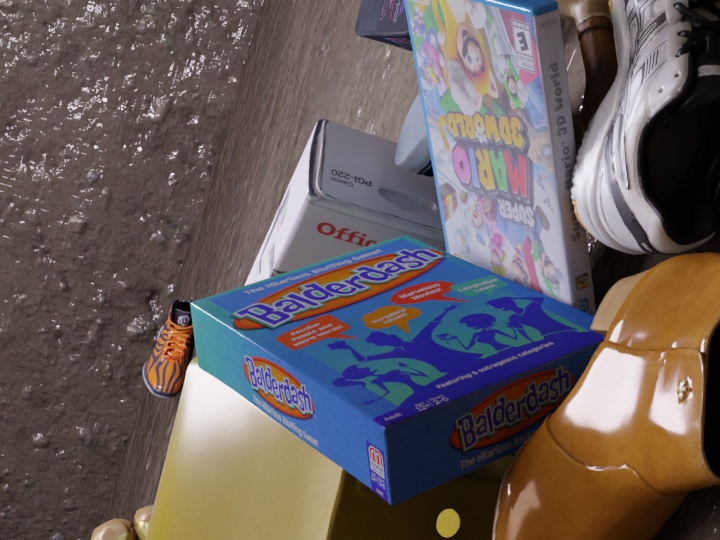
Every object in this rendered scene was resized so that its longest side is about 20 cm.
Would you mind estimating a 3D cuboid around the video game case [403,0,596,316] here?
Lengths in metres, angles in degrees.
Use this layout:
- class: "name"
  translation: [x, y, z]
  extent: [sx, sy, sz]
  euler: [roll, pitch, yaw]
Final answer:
- class: "video game case"
  translation: [0.076, -0.059, 0.779]
  extent: [0.143, 0.018, 0.202]
  euler: [34, 140, 58]

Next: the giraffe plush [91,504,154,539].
- class: "giraffe plush"
  translation: [-0.272, 0.419, 1.795]
  extent: [0.201, 0.171, 0.162]
  euler: [64, 163, 16]

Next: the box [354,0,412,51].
- class: "box"
  translation: [0.076, -0.224, 1.072]
  extent: [0.200, 0.105, 0.123]
  euler: [-139, 63, -75]

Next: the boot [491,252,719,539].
- class: "boot"
  translation: [0.120, 0.086, 0.607]
  extent: [0.144, 0.070, 0.203]
  euler: [173, 117, -79]

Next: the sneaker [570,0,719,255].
- class: "sneaker"
  translation: [0.162, -0.104, 0.675]
  extent: [0.088, 0.075, 0.202]
  euler: [-149, 65, -70]

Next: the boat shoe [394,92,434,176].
- class: "boat shoe"
  translation: [0.093, -0.101, 0.894]
  extent: [0.200, 0.090, 0.071]
  euler: [142, 144, -72]

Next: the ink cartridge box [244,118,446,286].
- class: "ink cartridge box"
  translation: [0.000, 0.000, 1.052]
  extent: [0.201, 0.144, 0.085]
  euler: [119, 162, -45]

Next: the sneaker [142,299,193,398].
- class: "sneaker"
  translation: [-0.327, 0.124, 2.456]
  extent: [0.201, 0.077, 0.113]
  euler: [-90, 19, -50]

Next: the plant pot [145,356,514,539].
- class: "plant pot"
  translation: [-0.001, 0.170, 0.800]
  extent: [0.176, 0.199, 0.202]
  euler: [-1, 74, 64]

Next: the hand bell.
- class: "hand bell"
  translation: [0.136, -0.132, 0.811]
  extent: [0.104, 0.103, 0.202]
  euler: [127, 144, -58]

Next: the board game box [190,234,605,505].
- class: "board game box"
  translation: [0.021, 0.043, 0.751]
  extent: [0.200, 0.151, 0.045]
  euler: [25, 127, 53]
